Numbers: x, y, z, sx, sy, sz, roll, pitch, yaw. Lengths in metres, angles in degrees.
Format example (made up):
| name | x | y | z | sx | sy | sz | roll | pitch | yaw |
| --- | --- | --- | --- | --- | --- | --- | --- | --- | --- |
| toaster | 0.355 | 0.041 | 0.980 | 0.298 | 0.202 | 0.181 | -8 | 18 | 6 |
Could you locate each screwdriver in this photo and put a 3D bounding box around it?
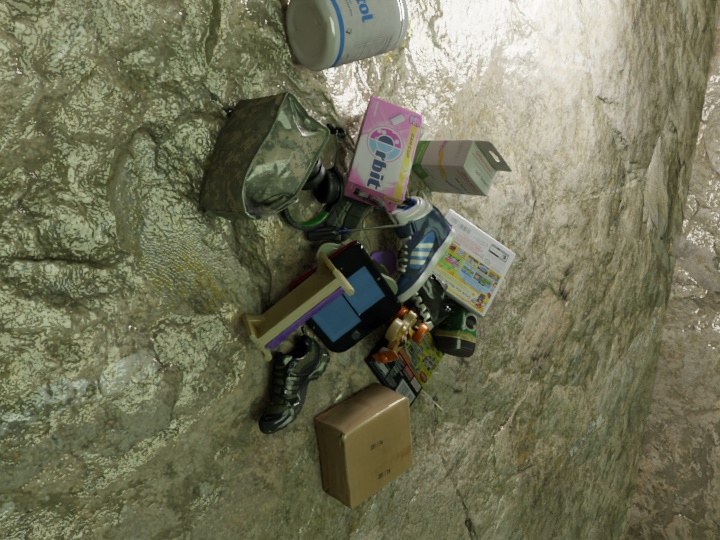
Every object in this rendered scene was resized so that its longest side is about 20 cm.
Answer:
| name | x | y | z | sx | sy | sz | roll | pitch | yaw |
| --- | --- | --- | --- | --- | --- | --- | --- | --- | --- |
| screwdriver | -0.008 | -0.081 | 1.063 | 0.194 | 0.029 | 0.029 | -9 | 120 | -9 |

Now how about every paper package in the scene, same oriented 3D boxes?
| name | x | y | z | sx | sy | sz | roll | pitch | yaw |
| --- | --- | --- | --- | --- | --- | --- | --- | --- | --- |
| paper package | 0.011 | 0.376 | 1.187 | 0.197 | 0.102 | 0.196 | -20 | 113 | -39 |

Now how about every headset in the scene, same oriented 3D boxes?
| name | x | y | z | sx | sy | sz | roll | pitch | yaw |
| --- | --- | --- | --- | --- | --- | --- | --- | --- | --- |
| headset | -0.086 | -0.177 | 1.023 | 0.122 | 0.093 | 0.203 | 26 | 95 | -46 |

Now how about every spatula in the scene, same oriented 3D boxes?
| name | x | y | z | sx | sy | sz | roll | pitch | yaw |
| --- | --- | --- | --- | --- | --- | --- | --- | --- | --- |
| spatula | 0.000 | 0.000 | 1.156 | 0.197 | 0.020 | 0.058 | -18 | 112 | -39 |

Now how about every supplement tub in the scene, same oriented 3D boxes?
| name | x | y | z | sx | sy | sz | roll | pitch | yaw |
| --- | --- | --- | --- | --- | --- | --- | --- | --- | --- |
| supplement tub | -0.022 | -0.441 | 0.973 | 0.198 | 0.130 | 0.135 | -31 | 118 | -35 |

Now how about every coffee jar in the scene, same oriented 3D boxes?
| name | x | y | z | sx | sy | sz | roll | pitch | yaw |
| --- | --- | --- | --- | --- | --- | --- | --- | --- | --- |
| coffee jar | 0.243 | 0.108 | 1.345 | 0.103 | 0.084 | 0.206 | 19 | 76 | -40 |

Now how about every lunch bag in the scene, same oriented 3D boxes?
| name | x | y | z | sx | sy | sz | roll | pitch | yaw |
| --- | --- | --- | --- | --- | --- | --- | --- | --- | --- |
| lunch bag | -0.163 | -0.165 | 0.872 | 0.117 | 0.162 | 0.204 | 36 | 75 | -39 |

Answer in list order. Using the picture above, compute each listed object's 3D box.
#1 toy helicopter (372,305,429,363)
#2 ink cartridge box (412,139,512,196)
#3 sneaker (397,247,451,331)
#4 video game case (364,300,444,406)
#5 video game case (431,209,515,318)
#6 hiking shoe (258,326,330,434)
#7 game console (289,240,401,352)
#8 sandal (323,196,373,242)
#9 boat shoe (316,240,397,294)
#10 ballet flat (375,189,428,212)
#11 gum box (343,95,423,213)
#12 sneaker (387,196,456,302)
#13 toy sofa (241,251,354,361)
| name | x | y | z | sx | sy | sz | roll | pitch | yaw |
| --- | --- | --- | --- | --- | --- | --- | --- | --- | --- |
| toy helicopter | 0.073 | 0.140 | 1.146 | 0.133 | 0.078 | 0.200 | -52 | 164 | -3 |
| ink cartridge box | 0.216 | -0.223 | 1.192 | 0.117 | 0.197 | 0.069 | 36 | 75 | -40 |
| sneaker | 0.149 | 0.032 | 1.238 | 0.089 | 0.067 | 0.204 | -23 | 102 | 1 |
| video game case | 0.111 | 0.206 | 1.300 | 0.182 | 0.025 | 0.202 | -51 | 127 | -23 |
| video game case | 0.249 | -0.019 | 1.305 | 0.198 | 0.023 | 0.184 | 34 | 72 | 0 |
| hiking shoe | -0.144 | 0.207 | 1.039 | 0.101 | 0.075 | 0.202 | 51 | 55 | -27 |
| game console | -0.029 | 0.059 | 1.077 | 0.175 | 0.031 | 0.201 | -33 | 124 | 5 |
| sandal | -0.003 | -0.143 | 1.104 | 0.080 | 0.057 | 0.201 | 44 | 84 | -2 |
| boat shoe | -0.012 | -0.005 | 1.099 | 0.199 | 0.061 | 0.072 | 33 | 108 | -30 |
| ballet flat | 0.110 | -0.148 | 1.203 | 0.197 | 0.067 | 0.070 | 14 | 77 | -44 |
| gum box | 0.042 | -0.220 | 1.059 | 0.111 | 0.066 | 0.205 | 17 | 71 | -8 |
| sneaker | 0.094 | -0.054 | 1.143 | 0.146 | 0.081 | 0.202 | 38 | 91 | -12 |
| toy sofa | -0.107 | 0.072 | 0.983 | 0.198 | 0.083 | 0.098 | -38 | 122 | -4 |
